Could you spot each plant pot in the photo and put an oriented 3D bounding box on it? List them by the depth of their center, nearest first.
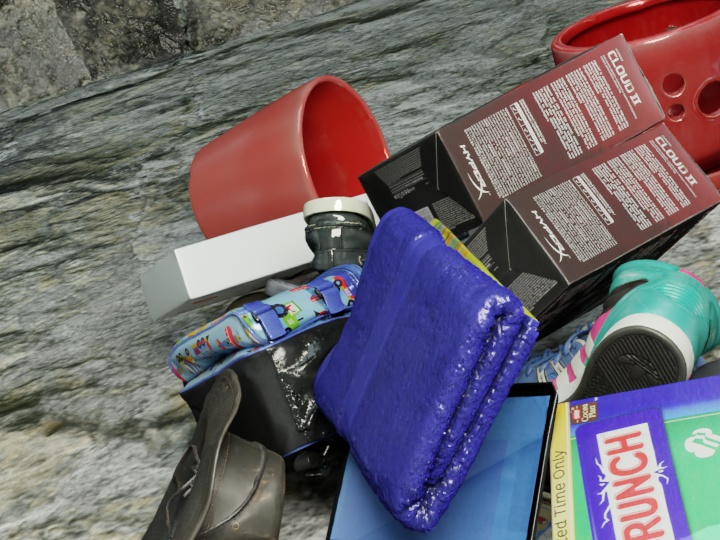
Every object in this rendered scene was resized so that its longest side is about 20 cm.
[{"bbox_3d":[0.310,-0.177,1.349,0.199,0.183,0.201,-15,21,6],"label":"plant pot"},{"bbox_3d":[-0.083,-0.099,1.483,0.177,0.201,0.200,-16,19,29],"label":"plant pot"}]

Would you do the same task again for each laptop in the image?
[{"bbox_3d":[0.003,0.147,0.778,0.200,0.104,0.177,-19,7,-43],"label":"laptop"}]

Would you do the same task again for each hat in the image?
[{"bbox_3d":[-0.094,0.173,0.888,0.081,0.201,0.201,23,16,-13],"label":"hat"}]

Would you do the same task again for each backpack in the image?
[{"bbox_3d":[-0.020,0.074,1.011,0.199,0.135,0.182,-22,-4,-31],"label":"backpack"}]

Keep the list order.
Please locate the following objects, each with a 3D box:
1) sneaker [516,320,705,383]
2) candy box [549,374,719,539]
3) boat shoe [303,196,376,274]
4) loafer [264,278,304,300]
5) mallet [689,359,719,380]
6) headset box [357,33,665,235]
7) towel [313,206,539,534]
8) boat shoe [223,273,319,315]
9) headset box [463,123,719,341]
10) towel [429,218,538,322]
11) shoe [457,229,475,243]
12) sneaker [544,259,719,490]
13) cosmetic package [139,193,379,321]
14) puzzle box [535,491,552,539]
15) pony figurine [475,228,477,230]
[{"bbox_3d":[0.166,0.074,0.981,0.199,0.077,0.076,-6,25,32],"label":"sneaker"},{"bbox_3d":[0.208,0.139,0.730,0.199,0.077,0.169,-13,38,16],"label":"candy box"},{"bbox_3d":[0.002,0.000,1.093,0.074,0.066,0.199,-4,-17,11],"label":"boat shoe"},{"bbox_3d":[0.001,0.062,1.148,0.199,0.063,0.072,18,4,22],"label":"loafer"},{"bbox_3d":[0.193,0.129,0.835,0.041,0.066,0.200,8,33,46],"label":"mallet"},{"bbox_3d":[0.119,-0.096,0.996,0.200,0.075,0.149,-29,3,-23],"label":"headset box"},{"bbox_3d":[0.035,0.054,0.797,0.049,0.148,0.200,18,11,-20],"label":"towel"},{"bbox_3d":[-0.044,0.049,1.229,0.199,0.076,0.072,-19,23,21],"label":"boat shoe"},{"bbox_3d":[0.155,-0.016,0.956,0.200,0.077,0.149,-27,-15,-37],"label":"headset box"},{"bbox_3d":[0.056,0.032,0.849,0.018,0.086,0.200,22,12,-19],"label":"towel"},{"bbox_3d":[0.082,-0.032,1.322,0.200,0.072,0.091,-22,7,-38],"label":"shoe"},{"bbox_3d":[0.173,0.062,0.883,0.121,0.084,0.200,-46,-6,-40],"label":"sneaker"},{"bbox_3d":[-0.093,-0.012,1.233,0.199,0.052,0.151,-18,-5,-23],"label":"cosmetic package"},{"bbox_3d":[0.045,0.198,0.835,0.200,0.026,0.133,-32,24,-33],"label":"puzzle box"},{"bbox_3d":[0.130,-0.024,1.160,0.193,0.167,0.200,-39,-3,16],"label":"pony figurine"}]
